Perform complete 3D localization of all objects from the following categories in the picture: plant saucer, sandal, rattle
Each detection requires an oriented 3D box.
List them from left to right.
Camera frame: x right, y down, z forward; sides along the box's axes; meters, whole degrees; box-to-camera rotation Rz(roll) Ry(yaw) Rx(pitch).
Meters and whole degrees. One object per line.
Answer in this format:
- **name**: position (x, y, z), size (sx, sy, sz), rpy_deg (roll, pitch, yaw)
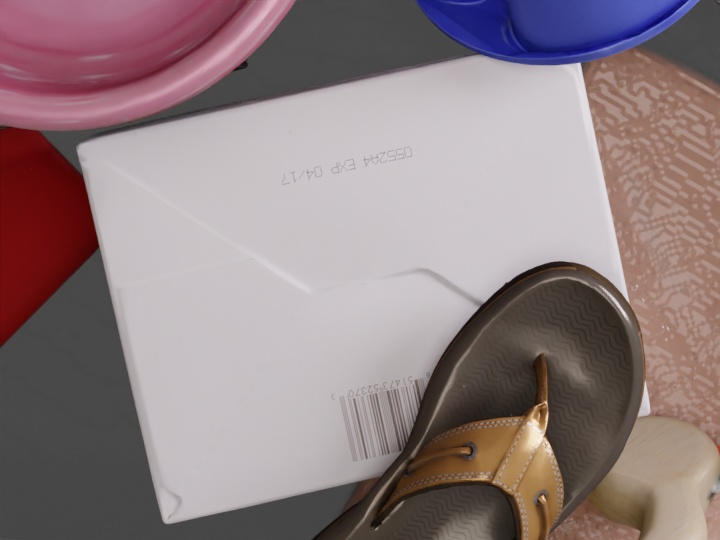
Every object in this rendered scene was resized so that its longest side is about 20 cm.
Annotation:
- **plant saucer**: position (-0.101, -0.150, 0.783), size (0.199, 0.051, 0.202), rpy_deg (0, 93, 9)
- **sandal**: position (0.037, 0.088, 0.845), size (0.082, 0.055, 0.200), rpy_deg (43, 94, -10)
- **rattle**: position (0.116, 0.134, 0.959), size (0.199, 0.130, 0.144), rpy_deg (-20, 108, -28)

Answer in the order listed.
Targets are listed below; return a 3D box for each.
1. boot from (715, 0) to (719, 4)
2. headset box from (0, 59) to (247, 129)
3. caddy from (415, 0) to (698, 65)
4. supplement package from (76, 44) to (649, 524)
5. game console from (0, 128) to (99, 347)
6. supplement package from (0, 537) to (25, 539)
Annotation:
- **boot**: position (0.145, -0.124, 0.937), size (0.143, 0.072, 0.201), rpy_deg (-16, 88, -1)
- **headset box**: position (-0.160, -0.126, 0.857), size (0.199, 0.077, 0.150), rpy_deg (-14, 91, 11)
- **caddy**: position (0.094, -0.173, 0.859), size (0.141, 0.105, 0.200), rpy_deg (36, 80, 31)
- **supplement package**: position (0.000, 0.000, 0.917), size (0.199, 0.111, 0.157), rpy_deg (-12, 96, -2)
- **game console**: position (-0.242, -0.020, 0.949), size (0.200, 0.119, 0.172), rpy_deg (46, 122, -5)
- **supplement package**: position (-0.120, 0.202, 0.883), size (0.151, 0.200, 0.152), rpy_deg (6, 95, -4)
